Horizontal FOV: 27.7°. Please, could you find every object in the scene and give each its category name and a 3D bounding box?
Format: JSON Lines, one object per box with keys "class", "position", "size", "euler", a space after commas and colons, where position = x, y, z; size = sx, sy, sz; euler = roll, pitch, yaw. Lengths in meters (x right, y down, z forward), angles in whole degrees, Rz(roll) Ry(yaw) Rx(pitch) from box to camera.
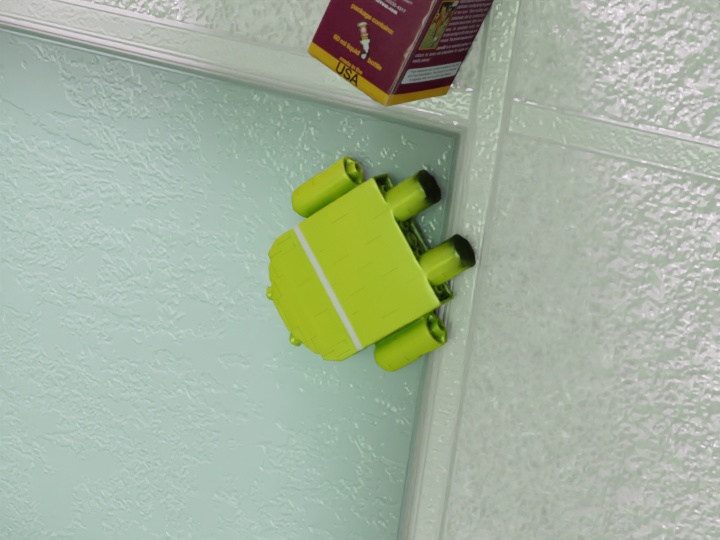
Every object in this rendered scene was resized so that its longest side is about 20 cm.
{"class": "android figurine", "position": [0.000, 0.000, 1.257], "size": [0.199, 0.041, 0.183], "euler": [-33, 85, 31]}
{"class": "supplement box", "position": [0.055, -0.237, 1.130], "size": [0.085, 0.110, 0.201], "euler": [36, 116, 18]}
